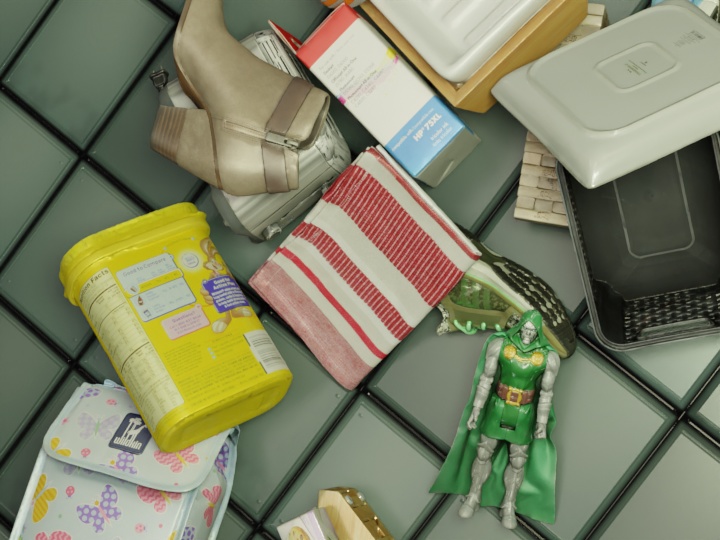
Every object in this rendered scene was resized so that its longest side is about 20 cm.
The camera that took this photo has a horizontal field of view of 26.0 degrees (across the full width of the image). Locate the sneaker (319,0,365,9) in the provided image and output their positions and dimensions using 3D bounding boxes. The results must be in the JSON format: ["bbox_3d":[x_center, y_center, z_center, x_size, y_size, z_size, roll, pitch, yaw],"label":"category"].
[{"bbox_3d":[0.023,-0.335,1.409,0.199,0.078,0.113,-34,50,15],"label":"sneaker"}]

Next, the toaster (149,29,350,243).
[{"bbox_3d":[-0.098,-0.135,1.470,0.129,0.114,0.201,-32,76,6],"label":"toaster"}]

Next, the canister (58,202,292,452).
[{"bbox_3d":[-0.170,0.053,1.448,0.148,0.087,0.201,-22,67,-27],"label":"canister"}]

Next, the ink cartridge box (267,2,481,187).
[{"bbox_3d":[0.014,-0.172,1.434,0.067,0.116,0.200,-44,81,7],"label":"ink cartridge box"}]

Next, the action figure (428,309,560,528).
[{"bbox_3d":[0.132,0.127,1.382,0.117,0.055,0.202,11,109,5],"label":"action figure"}]

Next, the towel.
[{"bbox_3d":[0.000,0.000,1.426,0.144,0.023,0.200,46,121,5],"label":"towel"}]

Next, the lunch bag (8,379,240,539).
[{"bbox_3d":[-0.220,0.213,1.464,0.168,0.127,0.201,16,77,14],"label":"lunch bag"}]

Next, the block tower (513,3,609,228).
[{"bbox_3d":[0.184,-0.139,1.424,0.054,0.058,0.202,9,85,15],"label":"block tower"}]

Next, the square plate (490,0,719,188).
[{"bbox_3d":[0.227,-0.158,1.280,0.197,0.029,0.200,-26,35,-6],"label":"square plate"}]

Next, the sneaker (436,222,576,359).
[{"bbox_3d":[0.108,0.030,1.430,0.199,0.077,0.089,37,113,19],"label":"sneaker"}]

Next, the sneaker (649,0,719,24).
[{"bbox_3d":[0.253,-0.167,1.410,0.090,0.078,0.201,29,87,32],"label":"sneaker"}]

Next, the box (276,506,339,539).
[{"bbox_3d":[-0.013,0.307,1.376,0.041,0.039,0.201,-27,79,12],"label":"box"}]

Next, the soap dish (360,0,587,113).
[{"bbox_3d":[0.100,-0.246,1.409,0.157,0.081,0.200,-43,49,7],"label":"soap dish"}]

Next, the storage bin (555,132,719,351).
[{"bbox_3d":[0.249,-0.047,1.332,0.134,0.094,0.201,-11,115,13],"label":"storage bin"}]

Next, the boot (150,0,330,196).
[{"bbox_3d":[-0.099,-0.164,1.390,0.145,0.070,0.202,12,81,8],"label":"boot"}]

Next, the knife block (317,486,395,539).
[{"bbox_3d":[-0.022,0.324,1.430,0.175,0.064,0.200,-41,77,7],"label":"knife block"}]
